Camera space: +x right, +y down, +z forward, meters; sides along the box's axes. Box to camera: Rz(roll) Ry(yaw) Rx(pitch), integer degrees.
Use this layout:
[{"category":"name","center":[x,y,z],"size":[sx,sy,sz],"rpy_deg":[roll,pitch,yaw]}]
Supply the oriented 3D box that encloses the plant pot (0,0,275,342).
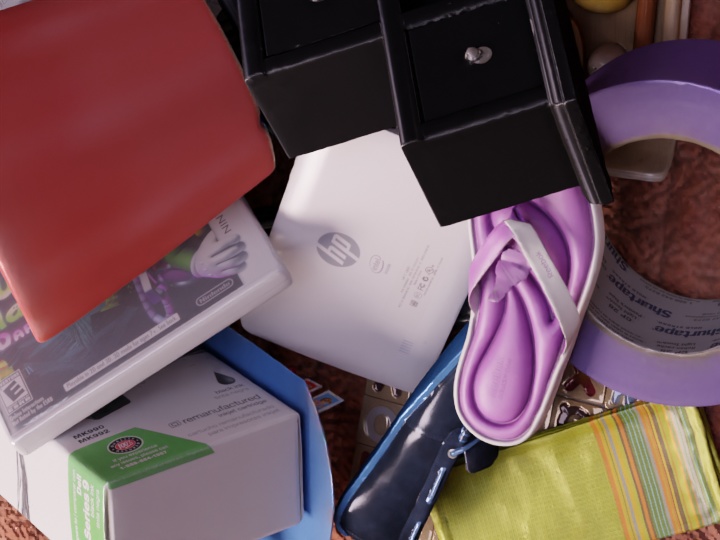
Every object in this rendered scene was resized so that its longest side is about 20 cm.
[{"category":"plant pot","center":[-0.159,-0.082,1.258],"size":[0.177,0.200,0.201],"rpy_deg":[-27,81,-9]}]

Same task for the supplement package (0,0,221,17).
[{"category":"supplement package","center":[-0.198,-0.192,1.381],"size":[0.200,0.151,0.151],"rpy_deg":[-45,53,22]}]

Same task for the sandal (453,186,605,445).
[{"category":"sandal","center":[0.094,0.015,1.214],"size":[0.082,0.050,0.204],"rpy_deg":[10,114,16]}]

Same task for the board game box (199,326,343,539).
[{"category":"board game box","center":[-0.061,0.111,1.405],"size":[0.200,0.039,0.159],"rpy_deg":[32,130,46]}]

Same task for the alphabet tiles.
[{"category":"alphabet tiles","center":[0.088,0.120,1.369],"size":[0.199,0.008,0.168],"rpy_deg":[14,100,24]}]

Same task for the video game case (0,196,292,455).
[{"category":"video game case","center":[-0.164,-0.005,1.333],"size":[0.199,0.023,0.182],"rpy_deg":[-33,53,1]}]

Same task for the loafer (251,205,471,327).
[{"category":"loafer","center":[0.000,0.000,1.367],"size":[0.200,0.070,0.069],"rpy_deg":[12,101,24]}]

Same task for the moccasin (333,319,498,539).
[{"category":"moccasin","center":[0.060,0.099,1.331],"size":[0.068,0.081,0.200],"rpy_deg":[35,117,1]}]

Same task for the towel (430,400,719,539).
[{"category":"towel","center":[0.134,0.141,1.335],"size":[0.199,0.018,0.087],"rpy_deg":[-20,84,26]}]

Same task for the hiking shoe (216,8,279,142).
[{"category":"hiking shoe","center":[-0.015,-0.095,1.337],"size":[0.074,0.087,0.200],"rpy_deg":[-43,95,-12]}]

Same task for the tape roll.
[{"category":"tape roll","center":[0.190,-0.028,1.233],"size":[0.199,0.085,0.201],"rpy_deg":[9,116,19]}]

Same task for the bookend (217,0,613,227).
[{"category":"bookend","center":[0.020,-0.112,1.173],"size":[0.199,0.092,0.200],"rpy_deg":[-16,52,11]}]

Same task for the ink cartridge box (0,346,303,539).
[{"category":"ink cartridge box","center":[-0.151,0.110,1.365],"size":[0.200,0.145,0.085],"rpy_deg":[29,129,47]}]

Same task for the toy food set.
[{"category":"toy food set","center":[0.125,-0.162,1.277],"size":[0.143,0.060,0.201],"rpy_deg":[9,107,18]}]

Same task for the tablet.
[{"category":"tablet","center":[0.007,-0.009,1.309],"size":[0.129,0.014,0.201],"rpy_deg":[20,132,-2]}]
